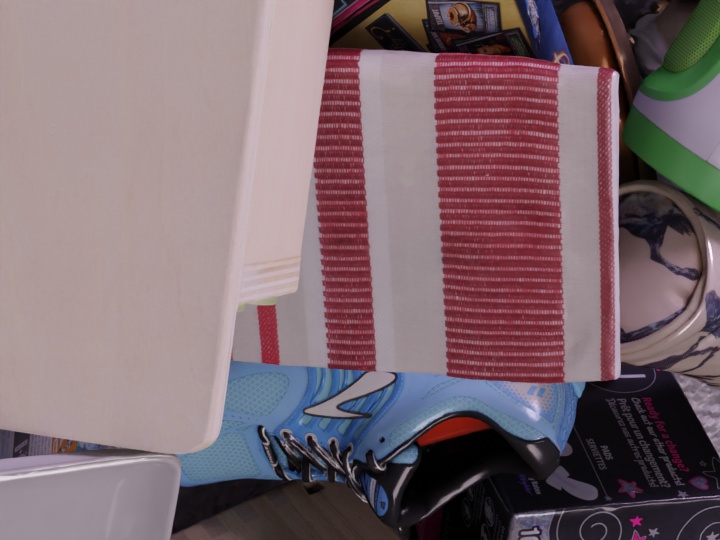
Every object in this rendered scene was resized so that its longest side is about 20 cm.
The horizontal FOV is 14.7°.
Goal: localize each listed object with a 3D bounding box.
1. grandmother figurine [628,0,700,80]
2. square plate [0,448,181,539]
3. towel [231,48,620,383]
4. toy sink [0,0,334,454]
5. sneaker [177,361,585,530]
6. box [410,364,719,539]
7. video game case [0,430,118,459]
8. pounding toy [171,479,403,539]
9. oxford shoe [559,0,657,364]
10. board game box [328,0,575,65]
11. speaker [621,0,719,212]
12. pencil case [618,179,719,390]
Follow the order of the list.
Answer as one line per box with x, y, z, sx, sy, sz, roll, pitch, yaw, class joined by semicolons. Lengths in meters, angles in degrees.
0.155;-0.156;1.182;0.121;0.061;0.200;3;120;-11;grandmother figurine
-0.175;0.136;1.055;0.198;0.028;0.200;-5;136;-17;square plate
0.006;-0.024;1.129;0.200;0.023;0.144;4;120;14;towel
-0.090;-0.042;1.052;0.130;0.112;0.200;7;94;12;toy sink
-0.001;0.067;1.206;0.200;0.090;0.078;-11;141;20;sneaker
0.096;0.149;1.326;0.115;0.132;0.200;-5;125;-14;box
-0.129;0.049;1.169;0.200;0.018;0.143;-36;144;-48;video game case
0.013;0.186;1.232;0.142;0.184;0.200;-23;133;-20;pounding toy
0.089;-0.033;1.238;0.071;0.071;0.200;-7;127;-10;oxford shoe
0.005;-0.110;1.127;0.135;0.035;0.200;-2;136;22;board game box
0.191;-0.117;1.140;0.088;0.088;0.200;26;103;-32;speaker
0.165;0.019;1.219;0.200;0.089;0.078;20;78;-47;pencil case
